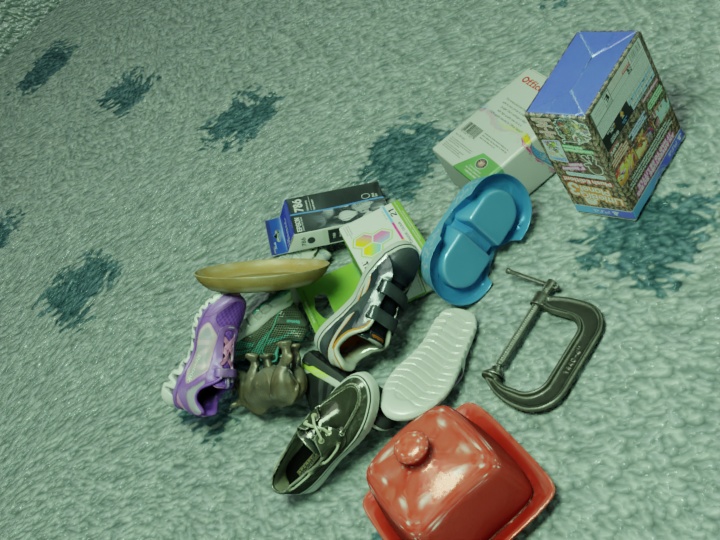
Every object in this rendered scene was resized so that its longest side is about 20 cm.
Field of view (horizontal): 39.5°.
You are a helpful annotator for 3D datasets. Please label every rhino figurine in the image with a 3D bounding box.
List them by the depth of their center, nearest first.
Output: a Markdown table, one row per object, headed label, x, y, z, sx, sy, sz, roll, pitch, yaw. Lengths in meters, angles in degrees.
| label | x | y | z | sx | sy | sz | roll | pitch | yaw |
| --- | --- | --- | --- | --- | --- | --- | --- | --- | --- |
| rhino figurine | -0.140 | 0.162 | 1.444 | 0.200 | 0.060 | 0.088 | -24 | 69 | 51 |

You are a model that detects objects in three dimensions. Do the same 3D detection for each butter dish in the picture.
| label | x | y | z | sx | sy | sz | roll | pitch | yaw |
| --- | --- | --- | --- | --- | --- | --- | --- | --- | --- |
| butter dish | 0.087 | 0.238 | 1.169 | 0.200 | 0.148 | 0.199 | -41 | 40 | -3 |

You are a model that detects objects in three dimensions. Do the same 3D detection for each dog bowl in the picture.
| label | x | y | z | sx | sy | sz | roll | pitch | yaw |
| --- | --- | --- | --- | --- | --- | --- | --- | --- | --- |
| dog bowl | 0.157 | -0.047 | 1.414 | 0.200 | 0.111 | 0.050 | -56 | 28 | -8 |

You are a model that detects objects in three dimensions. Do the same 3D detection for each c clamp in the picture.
| label | x | y | z | sx | sy | sz | roll | pitch | yaw |
| --- | --- | --- | --- | --- | --- | --- | --- | --- | --- |
| c clamp | 0.225 | 0.092 | 1.304 | 0.171 | 0.027 | 0.200 | 12 | 59 | 38 |

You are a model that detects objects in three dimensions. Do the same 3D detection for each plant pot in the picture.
| label | x | y | z | sx | sy | sz | roll | pitch | yaw |
| --- | --- | --- | --- | --- | --- | --- | --- | --- | --- |
| plant pot | -0.144 | 0.008 | 1.476 | 0.199 | 0.028 | 0.200 | -3 | 7 | 0 |

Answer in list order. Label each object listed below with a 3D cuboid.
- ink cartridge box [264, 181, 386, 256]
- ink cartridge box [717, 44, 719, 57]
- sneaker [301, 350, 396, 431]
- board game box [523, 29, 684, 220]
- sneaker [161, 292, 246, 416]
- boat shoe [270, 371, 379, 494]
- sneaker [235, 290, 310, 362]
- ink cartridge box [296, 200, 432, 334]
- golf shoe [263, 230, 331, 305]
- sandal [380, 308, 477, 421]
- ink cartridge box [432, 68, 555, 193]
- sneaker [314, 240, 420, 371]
| label | x | y | z | sx | sy | sz | roll | pitch | yaw |
| --- | --- | --- | --- | --- | --- | --- | --- | --- | --- |
| ink cartridge box | -0.056 | -0.085 | 1.617 | 0.199 | 0.039 | 0.100 | -14 | 42 | -5 |
| ink cartridge box | 0.570 | -0.238 | 1.303 | 0.144 | 0.085 | 0.200 | -23 | 43 | 18 |
| sneaker | -0.023 | 0.184 | 1.389 | 0.200 | 0.072 | 0.083 | 34 | 106 | 48 |
| board game box | 0.333 | -0.196 | 1.352 | 0.097 | 0.200 | 0.160 | 13 | 61 | 45 |
| sneaker | -0.209 | 0.128 | 1.456 | 0.088 | 0.080 | 0.201 | 32 | 100 | 40 |
| boat shoe | -0.047 | 0.216 | 1.303 | 0.071 | 0.064 | 0.200 | 43 | 109 | 30 |
| sneaker | -0.154 | 0.112 | 1.535 | 0.200 | 0.091 | 0.078 | -39 | 3 | 36 |
| ink cartridge box | 0.000 | 0.000 | 1.491 | 0.200 | 0.076 | 0.148 | -25 | 39 | -4 |
| golf shoe | -0.097 | -0.008 | 1.607 | 0.097 | 0.078 | 0.200 | -13 | 47 | 20 |
| sandal | 0.102 | 0.134 | 1.341 | 0.082 | 0.050 | 0.203 | 19 | 52 | 30 |
| ink cartridge box | 0.233 | -0.194 | 1.520 | 0.200 | 0.084 | 0.145 | -40 | 39 | -1 |
| sneaker | 0.025 | 0.055 | 1.384 | 0.200 | 0.078 | 0.079 | -52 | 41 | 6 |
